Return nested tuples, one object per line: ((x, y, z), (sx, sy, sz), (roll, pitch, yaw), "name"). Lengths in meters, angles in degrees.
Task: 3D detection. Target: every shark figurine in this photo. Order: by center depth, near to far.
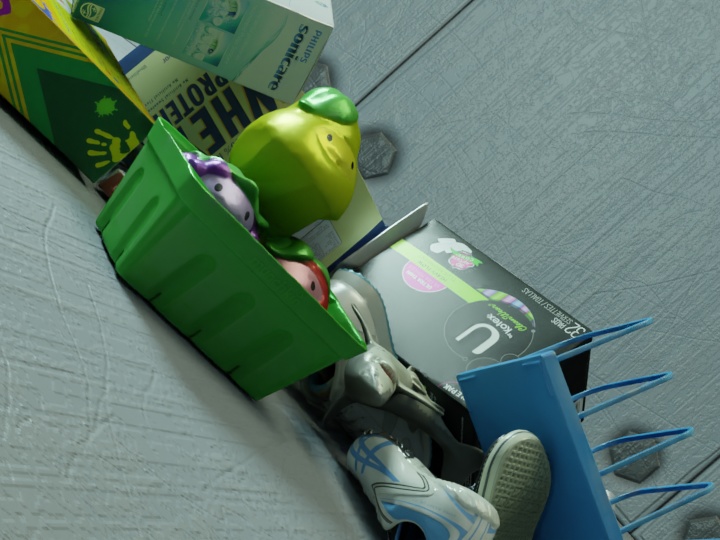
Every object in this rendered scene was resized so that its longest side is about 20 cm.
((0.018, 0.116, 1.508), (0.214, 0.089, 0.128), (47, 7, -49), "shark figurine")

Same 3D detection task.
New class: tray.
((0.000, 0.000, 1.752), (0.022, 0.107, 0.200), (52, -23, 3), "tray")

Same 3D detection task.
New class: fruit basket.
((-0.065, -0.039, 1.362), (0.216, 0.216, 0.156), (46, 5, -32), "fruit basket")

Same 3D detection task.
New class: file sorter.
((0.188, 0.149, 1.469), (0.139, 0.123, 0.200), (-21, -91, 63), "file sorter")

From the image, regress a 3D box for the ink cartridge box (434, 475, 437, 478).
((0.101, 0.182, 1.799), (0.145, 0.084, 0.200), (48, 5, -7), "ink cartridge box")

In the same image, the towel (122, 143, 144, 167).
((-0.142, -0.044, 1.536), (0.147, 0.022, 0.200), (52, -6, -23), "towel")

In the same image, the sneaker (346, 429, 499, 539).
((0.033, 0.175, 1.401), (0.072, 0.072, 0.200), (44, -8, -25), "sneaker")

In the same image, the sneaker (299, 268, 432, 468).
((-0.004, 0.102, 1.565), (0.076, 0.081, 0.200), (5, -56, 52), "sneaker")

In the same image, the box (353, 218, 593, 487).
((0.082, 0.077, 1.646), (0.200, 0.149, 0.124), (37, -34, 31), "box")

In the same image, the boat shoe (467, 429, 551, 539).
((0.101, 0.191, 1.446), (0.062, 0.075, 0.200), (43, -32, 33), "boat shoe")

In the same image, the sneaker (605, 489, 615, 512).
((0.190, 0.268, 1.768), (0.073, 0.071, 0.200), (14, -27, 1), "sneaker")

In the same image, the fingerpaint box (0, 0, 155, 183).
((-0.262, -0.181, 1.478), (0.167, 0.073, 0.200), (46, 5, -34), "fingerpaint box")

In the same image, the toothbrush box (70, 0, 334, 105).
((-0.129, -0.239, 1.541), (0.200, 0.085, 0.146), (19, 31, -18), "toothbrush box")

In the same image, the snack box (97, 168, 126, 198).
((-0.130, 0.002, 1.488), (0.200, 0.024, 0.072), (49, 4, 8), "snack box")

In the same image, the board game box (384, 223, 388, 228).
((-0.008, 0.002, 1.964), (0.200, 0.035, 0.136), (17, -41, 58), "board game box")

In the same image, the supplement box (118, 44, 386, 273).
((-0.105, -0.102, 1.671), (0.200, 0.134, 0.200), (47, -6, 25), "supplement box")
